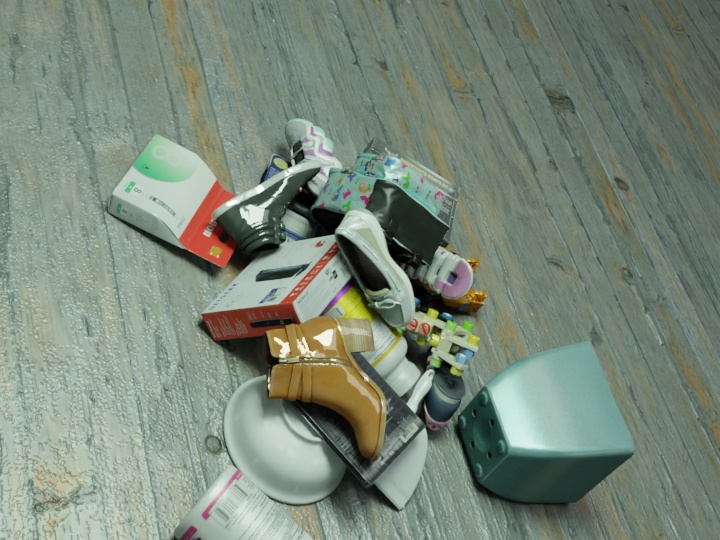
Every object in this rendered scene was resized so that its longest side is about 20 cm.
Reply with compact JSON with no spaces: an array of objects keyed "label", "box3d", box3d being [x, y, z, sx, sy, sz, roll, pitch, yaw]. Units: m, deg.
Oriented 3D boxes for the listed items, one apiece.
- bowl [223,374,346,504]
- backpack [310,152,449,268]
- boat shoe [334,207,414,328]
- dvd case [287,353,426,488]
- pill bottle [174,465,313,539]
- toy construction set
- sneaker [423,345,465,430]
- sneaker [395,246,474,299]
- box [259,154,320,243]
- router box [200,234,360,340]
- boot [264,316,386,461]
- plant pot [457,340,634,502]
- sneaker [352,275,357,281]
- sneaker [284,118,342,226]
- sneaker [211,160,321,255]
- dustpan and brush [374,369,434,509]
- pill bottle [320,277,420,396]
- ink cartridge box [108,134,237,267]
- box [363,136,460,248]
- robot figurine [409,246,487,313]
[{"label":"bowl","box3d":[-0.087,0.218,1.460,0.198,0.091,0.204,19,47,-22]},{"label":"backpack","box3d":[0.025,-0.096,1.633,0.177,0.198,0.153,33,73,-36]},{"label":"boat shoe","box3d":[0.019,0.007,1.522,0.065,0.073,0.204,-49,127,-40]},{"label":"dvd case","box3d":[-0.015,0.188,1.456,0.200,0.016,0.148,47,45,6]},{"label":"pill bottle","box3d":[-0.128,0.353,1.302,0.200,0.114,0.113,42,42,1]},{"label":"toy construction set","box3d":[0.098,0.085,1.627,0.199,0.093,0.131,39,15,10]},{"label":"sneaker","box3d":[0.127,0.181,1.670,0.069,0.083,0.200,25,22,-1]},{"label":"sneaker","box3d":[0.112,-0.015,1.722,0.199,0.081,0.088,34,9,25]},{"label":"box","box3d":[-0.121,-0.098,1.735,0.120,0.032,0.202,27,46,-15]},{"label":"router box","box3d":[-0.112,0.023,1.539,0.200,0.177,0.049,-51,124,-48]},{"label":"boot","box3d":[-0.050,0.164,1.396,0.152,0.074,0.204,-5,74,-20]},{"label":"plant pot","box3d":[0.271,0.249,1.627,0.197,0.197,0.199,-2,56,-26]},{"label":"sneaker","box3d":[0.000,0.000,1.680,0.198,0.090,0.079,30,33,-26]},{"label":"sneaker","box3d":[-0.096,-0.163,1.726,0.139,0.078,0.201,-23,72,-45]},{"label":"sneaker","box3d":[-0.128,-0.093,1.622,0.198,0.071,0.100,-32,90,-22]},{"label":"dustpan and brush","box3d":[0.066,0.231,1.539,0.201,0.057,0.140,-52,119,-19]},{"label":"pill bottle","box3d":[0.002,0.107,1.595,0.201,0.104,0.104,50,42,-6]},{"label":"ink cartridge box","box3d":[-0.268,-0.110,1.607,0.197,0.050,0.162,25,44,-1]},{"label":"box","box3d":[0.082,-0.137,1.903,0.198,0.048,0.160,29,43,-13]},{"label":"robot figurine","box3d":[0.123,0.007,1.806,0.197,0.058,0.147,13,48,-28]}]
